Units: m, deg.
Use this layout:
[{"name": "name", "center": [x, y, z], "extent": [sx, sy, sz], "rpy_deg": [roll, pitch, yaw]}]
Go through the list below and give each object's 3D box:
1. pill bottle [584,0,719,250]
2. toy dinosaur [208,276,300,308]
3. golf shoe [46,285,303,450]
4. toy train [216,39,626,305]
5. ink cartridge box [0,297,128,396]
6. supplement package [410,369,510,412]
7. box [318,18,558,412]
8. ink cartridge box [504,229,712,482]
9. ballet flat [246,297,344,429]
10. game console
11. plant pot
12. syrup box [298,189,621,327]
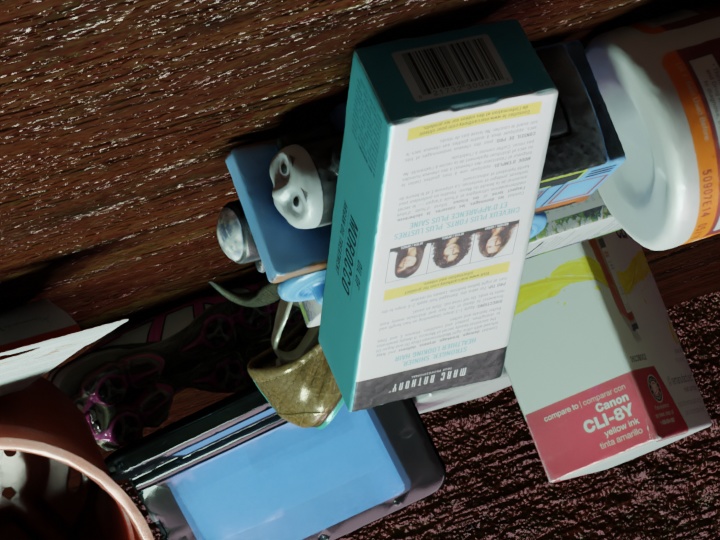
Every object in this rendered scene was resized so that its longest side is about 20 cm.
[{"name": "pill bottle", "center": [0.221, -0.090, 1.421], "extent": [0.199, 0.115, 0.114], "rpy_deg": [-16, 174, -16]}, {"name": "toy dinosaur", "center": [-0.003, 0.004, 1.805], "extent": [0.199, 0.077, 0.102], "rpy_deg": [13, -173, 11]}, {"name": "golf shoe", "center": [-0.124, 0.052, 1.929], "extent": [0.199, 0.073, 0.092], "rpy_deg": [-21, -153, -22]}, {"name": "toy train", "center": [0.028, -0.048, 1.378], "extent": [0.199, 0.087, 0.114], "rpy_deg": [-14, 163, -24]}, {"name": "ink cartridge box", "center": [-0.238, 0.048, 1.581], "extent": [0.162, 0.057, 0.200], "rpy_deg": [-16, 169, -27]}, {"name": "supplement package", "center": [0.054, 0.038, 2.042], "extent": [0.117, 0.118, 0.200], "rpy_deg": [-25, 171, 39]}, {"name": "box", "center": [0.033, -0.022, 1.290], "extent": [0.082, 0.049, 0.201], "rpy_deg": [-12, 141, -17]}, {"name": "ink cartridge box", "center": [0.143, 0.028, 1.836], "extent": [0.083, 0.201, 0.145], "rpy_deg": [-24, 172, 20]}, {"name": "ballet flat", "center": [0.000, 0.000, 1.661], "extent": [0.200, 0.072, 0.068], "rpy_deg": [-54, -162, 8]}, {"name": "game console", "center": [-0.054, 0.136, 1.886], "extent": [0.199, 0.117, 0.176], "rpy_deg": [-26, 176, 2]}, {"name": "plant pot", "center": [-0.230, 0.159, 1.729], "extent": [0.200, 0.202, 0.195], "rpy_deg": [-18, -159, -3]}, {"name": "syrup box", "center": [0.055, -0.039, 1.538], "extent": [0.199, 0.079, 0.081], "rpy_deg": [-18, 174, -12]}]
